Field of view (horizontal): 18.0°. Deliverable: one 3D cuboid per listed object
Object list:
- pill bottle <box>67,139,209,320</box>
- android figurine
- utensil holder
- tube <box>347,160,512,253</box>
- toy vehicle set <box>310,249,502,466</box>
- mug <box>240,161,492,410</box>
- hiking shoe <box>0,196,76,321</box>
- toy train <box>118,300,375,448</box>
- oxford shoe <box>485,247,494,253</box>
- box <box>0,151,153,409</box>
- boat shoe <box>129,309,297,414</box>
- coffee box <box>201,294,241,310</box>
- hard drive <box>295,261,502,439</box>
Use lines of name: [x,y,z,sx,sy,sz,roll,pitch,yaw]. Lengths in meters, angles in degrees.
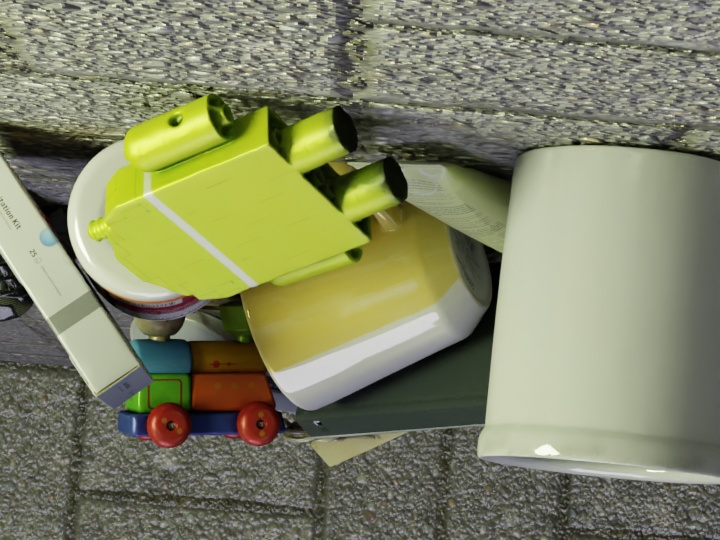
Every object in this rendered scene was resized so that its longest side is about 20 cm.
pill bottle: [-0.144,-0.025,1.600,0.113,0.113,0.200,5,173,-3]
android figurine: [-0.077,-0.041,1.428,0.199,0.041,0.182,-21,142,26]
utensil holder: [0.170,0.031,1.481,0.169,0.201,0.170,7,173,1]
tube: [0.081,-0.047,1.564,0.058,0.052,0.200,-41,146,22]
toy vehicle set: [0.048,0.068,1.853,0.027,0.200,0.124,47,138,-14]
mug: [0.004,0.008,1.633,0.153,0.150,0.186,-17,170,18]
hiking shoe: [-0.291,-0.011,1.848,0.075,0.101,0.200,0,172,28]
toy train: [-0.084,0.074,1.751,0.199,0.116,0.085,0,-179,-19]
oxford shoe: [0.147,0.016,1.924,0.073,0.072,0.200,4,175,-38]
box: [-0.217,0.000,1.581,0.041,0.200,0.156,-35,175,-6]
boat shoe: [-0.084,0.067,1.823,0.199,0.074,0.065,20,-146,7]
coffee box: [-0.133,-0.013,1.817,0.114,0.080,0.200,5,173,0]
hard drive: [0.055,0.057,1.698,0.200,0.140,0.033,-8,135,41]
